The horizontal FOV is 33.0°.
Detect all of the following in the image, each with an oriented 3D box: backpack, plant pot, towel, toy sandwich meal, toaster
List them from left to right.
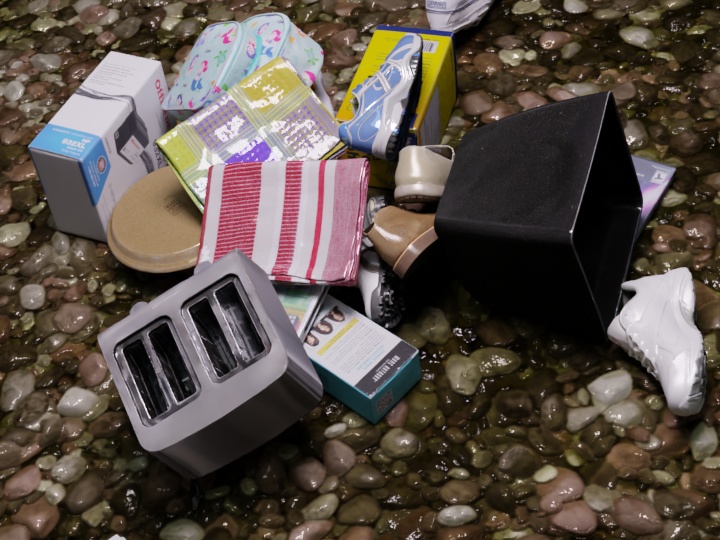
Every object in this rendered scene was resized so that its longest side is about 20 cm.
[{"bbox_3d":[-0.213,-0.055,1.501,0.203,0.071,0.206,-7,47,8],"label":"toy sandwich meal"},{"bbox_3d":[-0.152,0.103,1.244,0.180,0.119,0.201,-31,62,4],"label":"toaster"},{"bbox_3d":[-0.147,-0.236,1.552,0.201,0.150,0.177,-56,31,-12],"label":"backpack"},{"bbox_3d":[-0.126,-0.152,1.441,0.199,0.023,0.144,-35,87,-13],"label":"towel"},{"bbox_3d":[-0.090,-0.055,1.359,0.198,0.023,0.145,0,75,21],"label":"towel"},{"bbox_3d":[0.195,-0.059,1.352,0.176,0.200,0.201,2,57,27],"label":"plant pot"}]

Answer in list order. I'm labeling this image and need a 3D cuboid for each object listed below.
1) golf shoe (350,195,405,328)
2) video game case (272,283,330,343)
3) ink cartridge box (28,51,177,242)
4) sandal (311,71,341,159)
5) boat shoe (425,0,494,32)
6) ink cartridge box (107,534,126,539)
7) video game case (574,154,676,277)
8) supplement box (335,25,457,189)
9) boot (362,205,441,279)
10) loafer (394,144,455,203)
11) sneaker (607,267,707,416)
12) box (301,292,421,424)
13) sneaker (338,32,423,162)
[{"bbox_3d":[0.000,0.000,1.419,0.094,0.078,0.201,-13,38,8],"label":"golf shoe"},{"bbox_3d":[-0.108,0.019,1.372,0.142,0.018,0.201,11,55,22],"label":"video game case"},{"bbox_3d":[-0.321,-0.160,1.556,0.083,0.146,0.201,13,50,19],"label":"ink cartridge box"},{"bbox_3d":[-0.067,-0.206,1.619,0.059,0.080,0.207,-14,38,-3],"label":"sandal"},{"bbox_3d":[0.149,-0.383,1.758,0.073,0.066,0.200,15,30,31],"label":"boat shoe"},{"bbox_3d":[-0.259,0.361,1.097,0.199,0.083,0.146,-32,50,-21],"label":"ink cartridge box"},{"bbox_3d":[0.282,-0.079,1.484,0.142,0.019,0.200,21,52,25],"label":"video game case"},{"bbox_3d":[0.051,-0.213,1.579,0.109,0.109,0.201,8,49,15],"label":"supplement box"},{"bbox_3d":[0.066,-0.054,1.399,0.075,0.074,0.200,39,25,10],"label":"boot"},{"bbox_3d":[0.093,-0.114,1.442,0.075,0.069,0.200,0,3,17],"label":"loafer"},{"bbox_3d":[0.316,0.081,1.298,0.098,0.078,0.201,-6,37,11],"label":"sneaker"},{"bbox_3d":[-0.033,0.082,1.352,0.199,0.049,0.082,31,59,32],"label":"box"},{"bbox_3d":[0.030,-0.218,1.459,0.076,0.076,0.201,10,49,11],"label":"sneaker"}]
